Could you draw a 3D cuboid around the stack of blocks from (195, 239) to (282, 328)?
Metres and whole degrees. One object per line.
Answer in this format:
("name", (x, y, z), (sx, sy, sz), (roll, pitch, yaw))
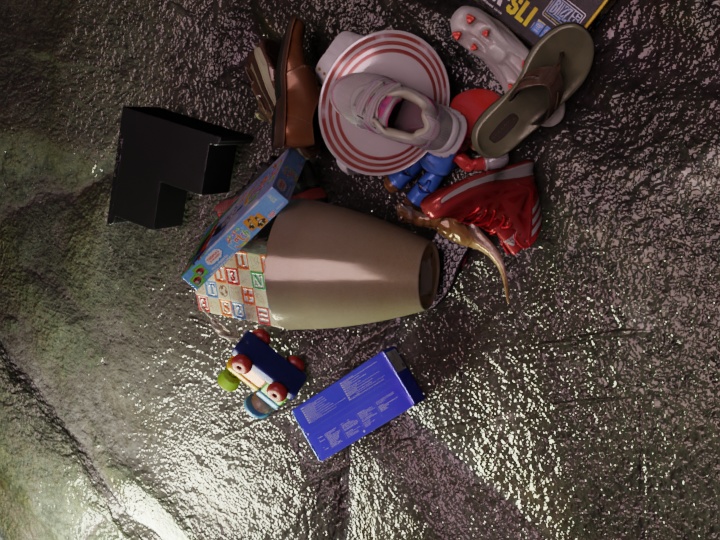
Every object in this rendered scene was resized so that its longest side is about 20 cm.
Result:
("stack of blocks", (-0.178, 0.014, 1.364), (0.200, 0.059, 0.115), (7, 113, 40))

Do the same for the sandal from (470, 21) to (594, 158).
("sandal", (0.221, -0.217, 1.094), (0.080, 0.057, 0.201), (33, 109, -14))

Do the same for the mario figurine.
("mario figurine", (0.128, -0.173, 1.216), (0.200, 0.123, 0.106), (-45, 34, 33))

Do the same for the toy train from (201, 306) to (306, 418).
("toy train", (-0.195, 0.148, 1.391), (0.200, 0.085, 0.116), (39, 128, -5))

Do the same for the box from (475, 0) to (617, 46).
("box", (0.237, -0.388, 1.131), (0.200, 0.049, 0.160), (44, 116, 16))

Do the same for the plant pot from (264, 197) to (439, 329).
("plant pot", (0.000, 0.000, 1.196), (0.200, 0.187, 0.188), (6, 99, 22))

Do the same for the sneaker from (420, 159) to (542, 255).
("sneaker", (0.172, -0.069, 1.128), (0.078, 0.200, 0.116), (-18, 92, 57))

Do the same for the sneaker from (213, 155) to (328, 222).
("sneaker", (-0.147, -0.124, 1.358), (0.200, 0.071, 0.098), (-12, 91, 27))

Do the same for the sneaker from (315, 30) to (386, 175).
("sneaker", (-0.019, -0.248, 1.278), (0.115, 0.074, 0.200), (23, 98, 26))

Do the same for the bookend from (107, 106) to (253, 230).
("bookend", (-0.297, -0.148, 1.423), (0.200, 0.092, 0.199), (19, 107, 24))

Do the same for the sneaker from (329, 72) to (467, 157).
("sneaker", (0.038, -0.212, 1.129), (0.200, 0.088, 0.081), (23, 98, 27))

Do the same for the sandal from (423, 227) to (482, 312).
("sandal", (0.121, -0.020, 1.250), (0.075, 0.045, 0.200), (37, 98, 13))

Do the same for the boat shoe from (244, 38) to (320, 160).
("boat shoe", (-0.123, -0.248, 1.331), (0.075, 0.075, 0.202), (-31, 70, 36))

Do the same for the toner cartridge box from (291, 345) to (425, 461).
("toner cartridge box", (-0.006, 0.206, 1.341), (0.200, 0.043, 0.095), (-35, 79, 27))

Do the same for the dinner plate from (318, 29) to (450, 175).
("dinner plate", (0.033, -0.228, 1.196), (0.200, 0.024, 0.200), (-2, 86, 29))

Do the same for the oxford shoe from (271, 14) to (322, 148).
("oxford shoe", (-0.088, -0.270, 1.258), (0.071, 0.071, 0.200), (3, 82, -10))

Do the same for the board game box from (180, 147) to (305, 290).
("board game box", (-0.166, -0.077, 1.253), (0.037, 0.151, 0.200), (43, 115, -16))

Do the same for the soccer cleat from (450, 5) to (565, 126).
("soccer cleat", (0.201, -0.276, 1.157), (0.200, 0.078, 0.069), (45, 123, -5))

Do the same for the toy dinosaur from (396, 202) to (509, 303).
("toy dinosaur", (0.148, -0.055, 1.201), (0.200, 0.060, 0.106), (31, 111, 13))
